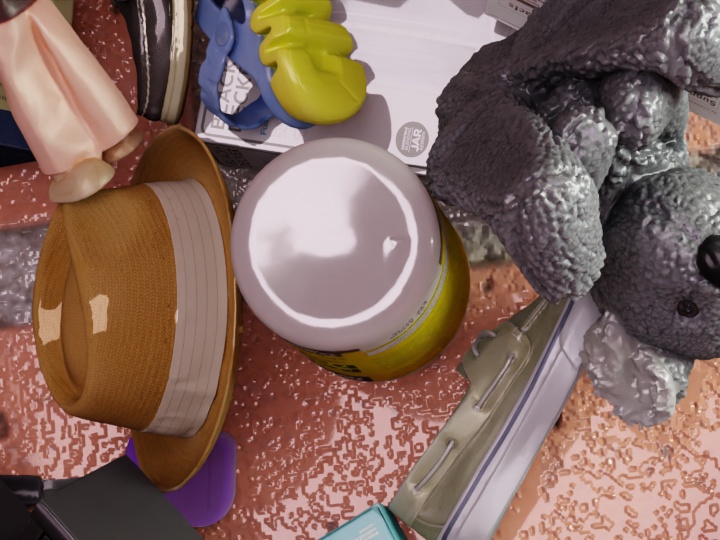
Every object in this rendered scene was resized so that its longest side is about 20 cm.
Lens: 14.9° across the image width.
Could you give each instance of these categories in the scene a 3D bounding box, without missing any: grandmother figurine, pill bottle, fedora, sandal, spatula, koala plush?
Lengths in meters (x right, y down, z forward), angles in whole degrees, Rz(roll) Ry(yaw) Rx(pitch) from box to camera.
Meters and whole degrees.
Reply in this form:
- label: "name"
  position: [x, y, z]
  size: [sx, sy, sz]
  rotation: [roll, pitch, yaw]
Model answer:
- label: "grandmother figurine"
  position: [-0.186, -0.141, 1.471]
  size: [0.060, 0.121, 0.201]
  rotation: [-20, 113, 23]
- label: "pill bottle"
  position: [0.000, 0.000, 1.468]
  size: [0.109, 0.200, 0.110]
  rotation: [-1, 81, 9]
- label: "fedora"
  position: [-0.128, 0.020, 1.493]
  size: [0.081, 0.200, 0.202]
  rotation: [3, 80, -24]
- label: "sandal"
  position: [-0.063, -0.159, 1.510]
  size: [0.087, 0.079, 0.201]
  rotation: [-30, 61, 40]
- label: "spatula"
  position: [-0.169, 0.124, 1.571]
  size: [0.199, 0.021, 0.057]
  rotation: [-5, 68, 12]
- label: "koala plush"
  position: [0.146, -0.032, 1.428]
  size: [0.178, 0.184, 0.200]
  rotation: [-49, 115, -12]

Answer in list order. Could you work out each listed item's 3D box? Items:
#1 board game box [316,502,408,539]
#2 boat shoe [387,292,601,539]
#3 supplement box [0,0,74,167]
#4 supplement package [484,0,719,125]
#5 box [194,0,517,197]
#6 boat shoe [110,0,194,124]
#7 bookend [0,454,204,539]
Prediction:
- label: "board game box"
  position: [-0.002, 0.253, 1.509]
  size: [0.151, 0.047, 0.201]
  rotation: [-31, 78, 5]
- label: "boat shoe"
  position: [0.083, 0.063, 1.510]
  size: [0.062, 0.072, 0.201]
  rotation: [28, 89, 4]
- label: "supplement box"
  position: [-0.273, -0.170, 1.526]
  size: [0.134, 0.199, 0.201]
  rotation: [-7, 77, 50]
- label: "supplement package"
  position: [0.174, -0.215, 1.445]
  size: [0.150, 0.200, 0.152]
  rotation: [26, 56, 10]
- label: "box"
  position: [0.015, -0.106, 1.554]
  size: [0.199, 0.060, 0.117]
  rotation: [10, 83, 12]
- label: "boat shoe"
  position: [-0.127, -0.180, 1.532]
  size: [0.064, 0.073, 0.201]
  rotation: [-2, 84, -10]
- label: "bookend"
  position: [-0.188, 0.164, 1.484]
  size: [0.199, 0.092, 0.200]
  rotation: [47, 125, 12]
